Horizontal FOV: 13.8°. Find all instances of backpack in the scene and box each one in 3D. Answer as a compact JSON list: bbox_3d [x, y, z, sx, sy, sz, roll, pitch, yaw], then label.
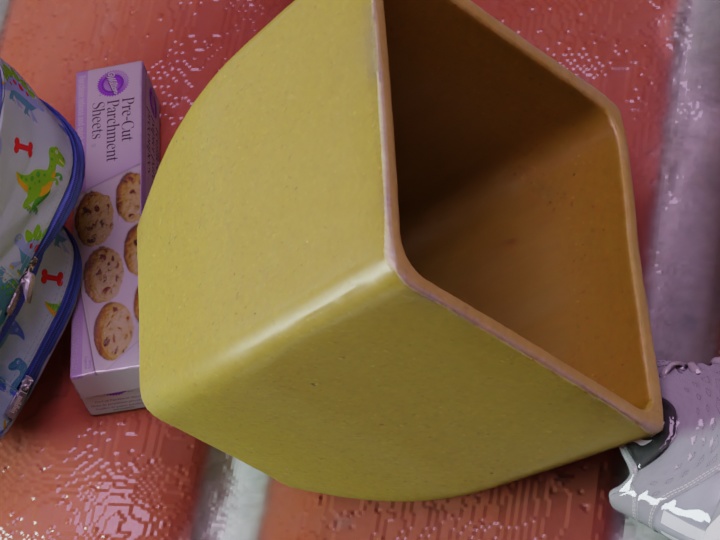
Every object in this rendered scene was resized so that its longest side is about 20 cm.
[{"bbox_3d":[-0.232,-0.016,1.510,0.183,0.147,0.200,21,79,40],"label":"backpack"}]

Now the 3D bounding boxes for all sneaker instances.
[{"bbox_3d":[0.180,0.042,1.424,0.115,0.075,0.200,21,65,29],"label":"sneaker"}]

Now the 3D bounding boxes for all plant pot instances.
[{"bbox_3d":[0.000,0.000,1.423,0.200,0.194,0.196,-29,48,32],"label":"plant pot"}]

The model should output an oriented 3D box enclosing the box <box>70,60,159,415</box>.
[{"bbox_3d":[-0.128,-0.019,1.566,0.041,0.039,0.201,-8,55,9],"label":"box"}]
